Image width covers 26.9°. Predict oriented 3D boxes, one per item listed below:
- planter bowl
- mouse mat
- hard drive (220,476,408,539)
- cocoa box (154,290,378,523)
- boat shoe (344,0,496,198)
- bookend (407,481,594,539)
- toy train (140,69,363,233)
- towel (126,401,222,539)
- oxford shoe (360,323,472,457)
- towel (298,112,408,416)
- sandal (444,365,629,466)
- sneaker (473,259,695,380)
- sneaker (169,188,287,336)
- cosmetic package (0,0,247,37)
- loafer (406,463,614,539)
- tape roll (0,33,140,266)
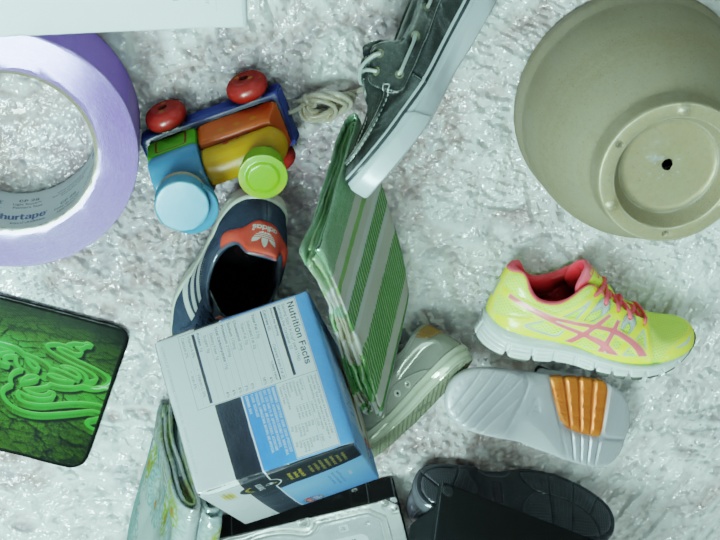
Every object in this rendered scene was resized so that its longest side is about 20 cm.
[{"bbox_3d":[0.231,-0.105,1.202,0.198,0.135,0.202,-3,121,-5],"label":"planter bowl"},{"bbox_3d":[-0.318,0.092,1.325,0.199,0.008,0.162,15,117,-16],"label":"mouse mat"},{"bbox_3d":[-0.049,0.283,1.452,0.198,0.038,0.141,-13,121,0],"label":"hard drive"},{"bbox_3d":[-0.071,0.118,1.241,0.130,0.134,0.200,-19,163,1],"label":"cocoa box"},{"bbox_3d":[0.030,-0.151,1.157,0.071,0.072,0.201,32,72,-10],"label":"boat shoe"},{"bbox_3d":[0.110,0.304,1.408,0.199,0.093,0.199,23,144,-17],"label":"bookend"},{"bbox_3d":[-0.073,-0.099,1.179,0.199,0.116,0.085,-19,121,5],"label":"toy train"},{"bbox_3d":[-0.168,0.234,1.331,0.048,0.172,0.201,4,120,-16],"label":"towel"},{"bbox_3d":[0.021,0.120,1.357,0.058,0.075,0.200,50,119,15],"label":"oxford shoe"},{"bbox_3d":[0.000,0.000,1.210,0.023,0.153,0.201,0,138,19],"label":"towel"},{"bbox_3d":[0.155,0.120,1.367,0.205,0.059,0.080,17,93,-28],"label":"sandal"},{"bbox_3d":[0.204,0.037,1.317,0.198,0.078,0.091,6,112,-13],"label":"sneaker"},{"bbox_3d":[-0.113,0.029,1.258,0.074,0.085,0.201,10,130,-15],"label":"sneaker"},{"bbox_3d":[-0.182,-0.280,1.056,0.198,0.123,0.201,-2,120,-4],"label":"cosmetic package"},{"bbox_3d":[0.140,0.230,1.435,0.198,0.072,0.063,12,141,-8],"label":"loafer"},{"bbox_3d":[-0.273,-0.105,1.181,0.198,0.066,0.202,-3,120,-6],"label":"tape roll"}]
